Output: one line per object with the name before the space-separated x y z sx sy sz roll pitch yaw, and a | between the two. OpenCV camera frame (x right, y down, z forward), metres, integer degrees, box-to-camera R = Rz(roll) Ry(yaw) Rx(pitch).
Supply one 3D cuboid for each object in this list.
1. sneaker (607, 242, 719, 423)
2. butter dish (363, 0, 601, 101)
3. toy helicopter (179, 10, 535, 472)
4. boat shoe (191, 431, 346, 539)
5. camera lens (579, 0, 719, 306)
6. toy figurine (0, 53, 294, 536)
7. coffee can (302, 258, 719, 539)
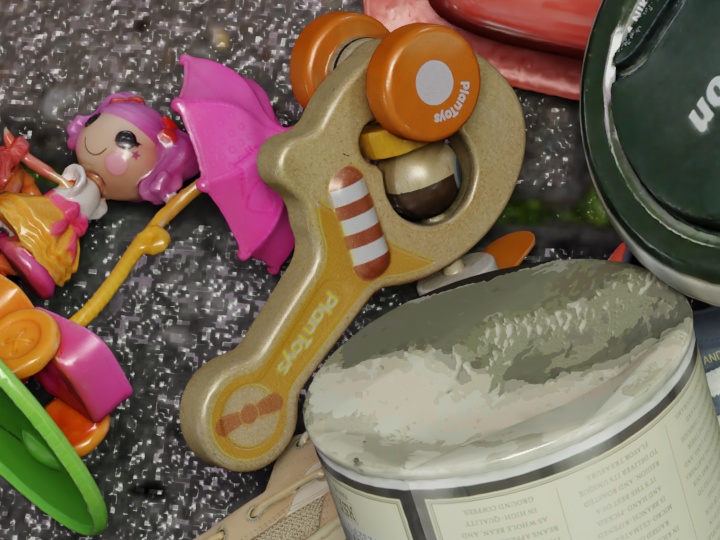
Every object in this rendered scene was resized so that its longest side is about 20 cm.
sneaker | 0.174 0.047 1.150 0.199 0.075 0.085 23 84 15
butter dish | 0.105 -0.158 1.142 0.199 0.148 0.200 12 102 4
toy helicopter | 0.000 0.000 1.161 0.200 0.132 0.079 -56 31 -12
boat shoe | -0.011 0.093 1.162 0.200 0.071 0.065 -38 64 8
camera lens | 0.190 -0.056 1.058 0.160 0.200 0.161 -7 78 39
toy figurine | -0.112 -0.016 1.207 0.184 0.150 0.200 -44 46 -18
coffee can | 0.076 0.118 1.061 0.146 0.146 0.201 -15 115 5
